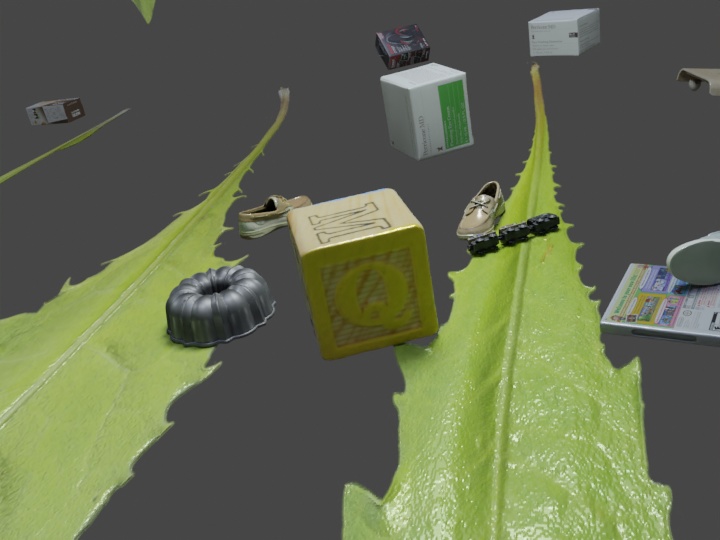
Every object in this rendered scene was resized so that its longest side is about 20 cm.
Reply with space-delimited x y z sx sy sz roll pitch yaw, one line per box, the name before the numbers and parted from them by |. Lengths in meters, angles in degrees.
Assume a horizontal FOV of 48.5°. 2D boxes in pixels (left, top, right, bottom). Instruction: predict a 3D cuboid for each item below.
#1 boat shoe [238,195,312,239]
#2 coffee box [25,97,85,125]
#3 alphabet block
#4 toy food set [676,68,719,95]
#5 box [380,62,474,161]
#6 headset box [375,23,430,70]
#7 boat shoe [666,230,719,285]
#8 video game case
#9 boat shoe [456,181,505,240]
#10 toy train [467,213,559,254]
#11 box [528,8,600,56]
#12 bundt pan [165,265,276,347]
boat shoe | -0.190 -0.134 1.798 0.074 0.067 0.200 15 35 42
coffee box | -1.275 -0.664 3.340 0.199 0.080 0.114 0 27 23
alphabet block | 0.000 0.000 1.293 0.195 0.197 0.200 -15 24 -6
toy food set | 0.966 -0.502 2.159 0.142 0.061 0.200 0 25 -5
box | 0.175 -0.422 2.111 0.170 0.200 0.200 -18 26 -14
headset box | 0.159 -0.894 3.199 0.199 0.075 0.149 -16 59 -12
boat shoe | 0.558 -0.025 1.233 0.199 0.071 0.072 -10 14 -7
video game case | 0.477 0.048 1.204 0.181 0.022 0.200 6 30 31
boat shoe | 0.240 -0.120 1.602 0.072 0.065 0.200 4 28 28
toy train | 0.287 -0.073 1.521 0.199 0.034 0.046 -18 22 -16
box | 0.750 -0.873 2.933 0.198 0.132 0.200 10 32 39
bundt pan | -0.255 0.052 1.419 0.200 0.076 0.202 -9 24 4
